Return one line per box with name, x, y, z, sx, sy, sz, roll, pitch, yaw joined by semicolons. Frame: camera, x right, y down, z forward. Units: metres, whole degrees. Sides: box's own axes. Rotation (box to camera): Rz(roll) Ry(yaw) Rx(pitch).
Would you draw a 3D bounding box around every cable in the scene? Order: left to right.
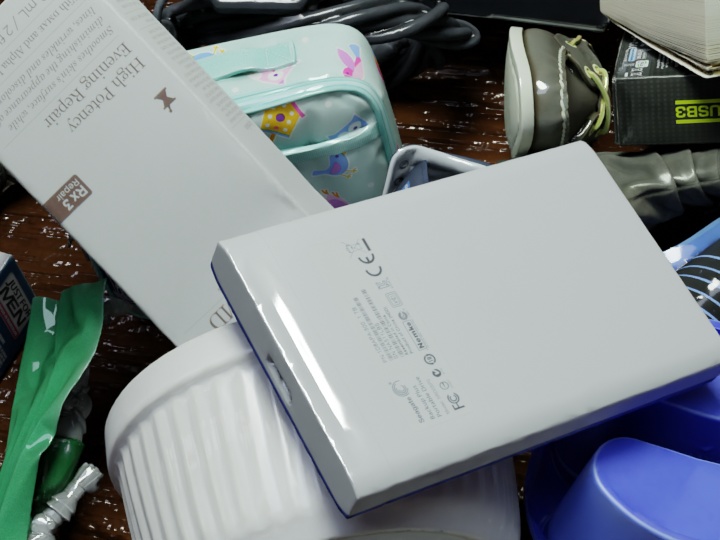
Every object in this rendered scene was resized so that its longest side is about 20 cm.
cable;-0.028;-0.132;1.052;0.198;0.163;0.051;-1;73;-2

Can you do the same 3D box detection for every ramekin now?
ramekin;-0.018;0.110;0.829;0.199;0.200;0.106;-14;59;3

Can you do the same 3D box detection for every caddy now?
caddy;0.179;0.110;0.827;0.199;0.105;0.142;13;52;2

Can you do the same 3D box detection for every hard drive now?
hard drive;0.050;0.019;0.772;0.199;0.025;0.132;-16;62;-28

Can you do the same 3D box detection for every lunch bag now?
lunch bag;-0.075;-0.056;0.994;0.199;0.161;0.077;-13;50;3

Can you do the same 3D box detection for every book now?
book;0.246;-0.158;0.946;0.199;0.048;0.134;-11;21;-13

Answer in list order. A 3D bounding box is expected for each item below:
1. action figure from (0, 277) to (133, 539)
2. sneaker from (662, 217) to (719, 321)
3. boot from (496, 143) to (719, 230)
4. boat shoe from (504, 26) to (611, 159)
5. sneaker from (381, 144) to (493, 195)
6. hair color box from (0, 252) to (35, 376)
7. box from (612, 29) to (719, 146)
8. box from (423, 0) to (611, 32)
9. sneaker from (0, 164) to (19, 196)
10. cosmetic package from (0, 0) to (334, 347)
action figure;-0.171;0.111;0.939;0.054;0.118;0.201;19;73;-18
sneaker;0.182;0.025;0.928;0.199;0.070;0.078;-23;64;-3
boot;0.146;-0.043;0.917;0.130;0.068;0.200;-13;5;16
boat shoe;0.112;-0.101;0.983;0.060;0.073;0.202;2;8;6
sneaker;0.000;0.000;0.962;0.199;0.109;0.070;-18;49;1
hair color box;-0.281;0.073;1.013;0.099;0.061;0.201;13;56;23
box;0.245;-0.125;0.984;0.192;0.048;0.200;0;24;12
box;0.090;-0.256;1.101;0.199;0.125;0.197;9;36;22
sneaker;-0.238;-0.070;1.119;0.199;0.076;0.088;-9;67;11
cosmetic package;-0.112;-0.059;0.892;0.102;0.074;0.200;-43;95;11
